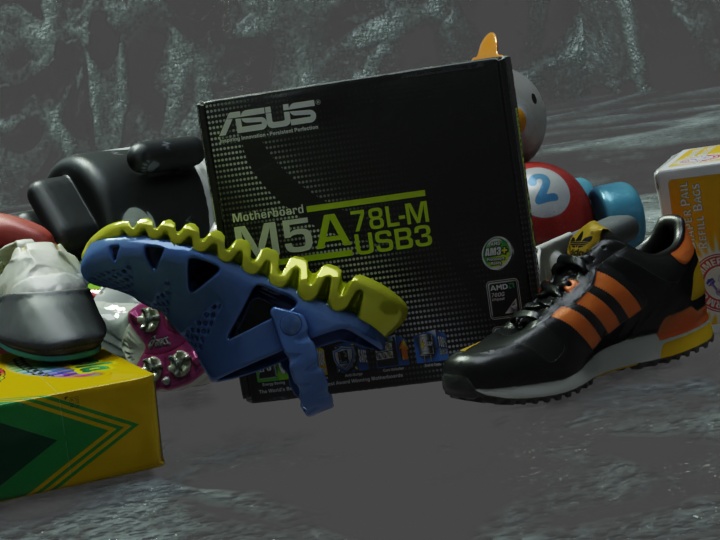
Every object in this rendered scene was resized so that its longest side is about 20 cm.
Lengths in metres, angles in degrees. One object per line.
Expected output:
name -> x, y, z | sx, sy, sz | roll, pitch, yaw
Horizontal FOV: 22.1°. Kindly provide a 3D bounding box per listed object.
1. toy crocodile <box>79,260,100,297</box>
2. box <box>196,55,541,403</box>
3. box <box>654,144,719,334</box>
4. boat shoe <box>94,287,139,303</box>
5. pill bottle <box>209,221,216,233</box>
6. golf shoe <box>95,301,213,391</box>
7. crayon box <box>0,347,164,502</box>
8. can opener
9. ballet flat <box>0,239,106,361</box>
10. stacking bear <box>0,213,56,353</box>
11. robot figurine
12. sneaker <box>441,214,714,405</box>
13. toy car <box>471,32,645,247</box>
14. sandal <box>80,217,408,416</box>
toy crocodile -> -0.202, 0.027, 1.497 | 0.199, 0.068, 0.062 | -7, 13, 26
box -> 0.010, -0.025, 1.154 | 0.198, 0.195, 0.048 | -7, 8, 11
box -> 0.297, -0.030, 1.168 | 0.198, 0.113, 0.101 | -6, 9, 21
boat shoe -> -0.164, 0.033, 1.395 | 0.199, 0.069, 0.072 | -5, 8, 27
pill bottle -> 0.000, 0.000, 1.282 | 0.199, 0.115, 0.114 | -4, 8, 30
golf shoe -> -0.153, 0.056, 1.267 | 0.199, 0.076, 0.091 | 0, -4, 38
crayon box -> -0.222, 0.089, 1.077 | 0.171, 0.059, 0.200 | -11, 8, -19
can opener -> 0.152, -0.004, 1.377 | 0.066, 0.054, 0.200 | -4, 8, 26
ballet flat -> -0.207, 0.015, 1.156 | 0.073, 0.074, 0.200 | -11, 7, -19
stacking bear -> -0.323, 0.040, 1.393 | 0.113, 0.122, 0.200 | 21, 24, 3
robot figurine -> -0.202, -0.048, 1.614 | 0.199, 0.126, 0.150 | -11, 6, -40
sneaker -> 0.123, 0.019, 1.084 | 0.199, 0.091, 0.070 | -13, 9, -34
toy car -> 0.124, -0.103, 1.586 | 0.183, 0.202, 0.177 | -11, 8, -15
sandal -> -0.076, 0.027, 1.102 | 0.198, 0.088, 0.080 | 16, -10, 7
